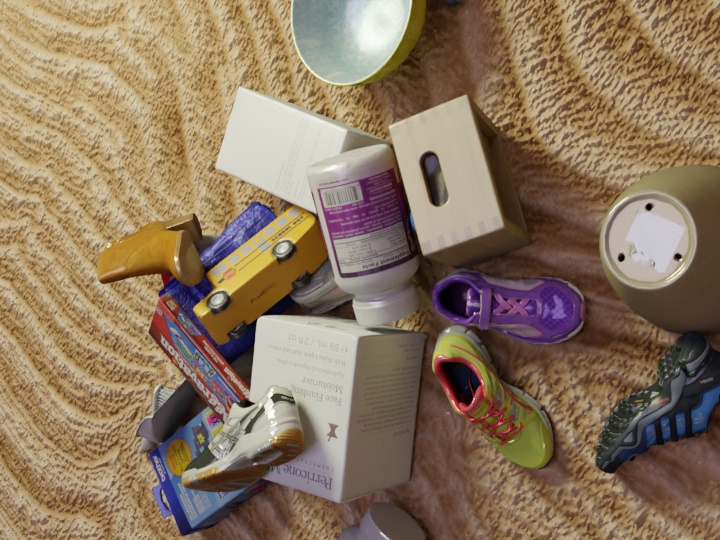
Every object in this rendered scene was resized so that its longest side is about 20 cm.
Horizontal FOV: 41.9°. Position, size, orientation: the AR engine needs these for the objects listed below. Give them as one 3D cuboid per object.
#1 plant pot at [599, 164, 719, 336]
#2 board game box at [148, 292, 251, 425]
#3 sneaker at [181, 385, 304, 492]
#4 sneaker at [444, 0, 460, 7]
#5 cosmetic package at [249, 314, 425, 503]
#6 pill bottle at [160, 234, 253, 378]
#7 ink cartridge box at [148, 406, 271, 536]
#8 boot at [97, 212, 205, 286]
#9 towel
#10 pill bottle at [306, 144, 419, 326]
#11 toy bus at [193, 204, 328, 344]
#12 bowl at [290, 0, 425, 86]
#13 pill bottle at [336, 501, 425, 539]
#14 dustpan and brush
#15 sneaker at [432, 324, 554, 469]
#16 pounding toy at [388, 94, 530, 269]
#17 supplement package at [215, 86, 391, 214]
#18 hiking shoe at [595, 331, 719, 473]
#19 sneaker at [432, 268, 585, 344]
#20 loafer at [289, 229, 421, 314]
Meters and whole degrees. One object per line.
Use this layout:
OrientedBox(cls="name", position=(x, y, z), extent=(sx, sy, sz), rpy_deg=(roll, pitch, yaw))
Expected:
OrientedBox(cls="plant pot", position=(0.322, -0.026, 0.962), extent=(0.184, 0.199, 0.192), rpy_deg=(-2, 87, 32))
OrientedBox(cls="board game box", position=(-0.212, 0.132, 1.269), extent=(0.200, 0.019, 0.103), rpy_deg=(48, 146, 9))
OrientedBox(cls="sneaker", position=(-0.144, 0.208, 1.152), extent=(0.198, 0.075, 0.089), rpy_deg=(-31, 55, 30))
OrientedBox(cls="sneaker", position=(0.101, -0.439, 1.201), extent=(0.078, 0.066, 0.204), rpy_deg=(-25, 75, 26))
OrientedBox(cls="cosmetic package", position=(-0.033, 0.168, 1.207), extent=(0.162, 0.164, 0.205), rpy_deg=(7, 92, 34))
OrientedBox(cls="pill bottle", position=(-0.218, 0.060, 1.364), extent=(0.111, 0.112, 0.204), rpy_deg=(-26, 75, 29))
OrientedBox(cls="ink cartridge box", position=(-0.224, 0.294, 1.383), extent=(0.199, 0.076, 0.138), rpy_deg=(-40, 68, 27))
OrientedBox(cls="boot", position=(-0.284, -0.009, 1.252), extent=(0.142, 0.202, 0.072), rpy_deg=(-22, 114, 2))
OrientedBox(cls="towel", position=(-0.164, 0.016, 1.294), extent=(0.148, 0.050, 0.200), rpy_deg=(44, 77, 9))
OrientedBox(cls="pill bottle", position=(0.010, -0.042, 1.144), extent=(0.110, 0.112, 0.204), rpy_deg=(-7, 105, 32))
OrientedBox(cls="toy bus", position=(-0.132, 0.004, 1.234), extent=(0.199, 0.066, 0.078), rpy_deg=(-39, 46, -12))
OrientedBox(cls="bowl", position=(0.014, -0.337, 1.224), extent=(0.197, 0.107, 0.205), rpy_deg=(2, 93, 36))
OrientedBox(cls="pill bottle", position=(0.000, 0.404, 1.209), extent=(0.112, 0.111, 0.202), rpy_deg=(39, 108, 28))
OrientedBox(cls="dustpan and brush", position=(-0.304, 0.226, 1.430), extent=(0.056, 0.140, 0.202), rpy_deg=(26, 132, 12))
OrientedBox(cls="sneaker", position=(0.150, 0.163, 1.117), extent=(0.200, 0.090, 0.078), rpy_deg=(48, 113, 4))
OrientedBox(cls="pounding toy", position=(0.102, -0.112, 1.135), extent=(0.140, 0.184, 0.204), rpy_deg=(-19, 78, 18))
OrientedBox(cls="supplement package", position=(-0.079, -0.157, 1.277), extent=(0.198, 0.117, 0.119), rpy_deg=(26, 103, 30))
OrientedBox(cls="hiking shoe", position=(0.333, 0.164, 1.022), extent=(0.086, 0.075, 0.201), rpy_deg=(33, 123, 0))
OrientedBox(cls="sneaker", position=(0.168, 0.042, 1.127), extent=(0.197, 0.088, 0.082), rpy_deg=(8, 91, 32))
OrientedBox(cls="loafer", position=(0.000, 0.000, 1.260), extent=(0.197, 0.063, 0.073), rpy_deg=(-24, 47, 16))
